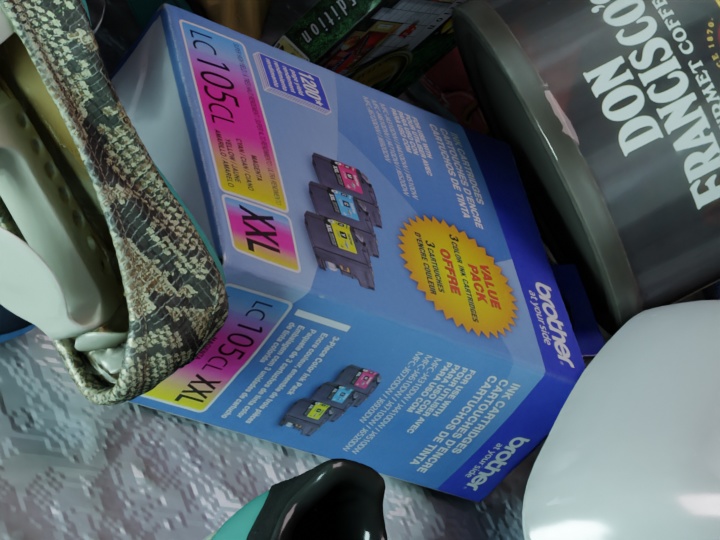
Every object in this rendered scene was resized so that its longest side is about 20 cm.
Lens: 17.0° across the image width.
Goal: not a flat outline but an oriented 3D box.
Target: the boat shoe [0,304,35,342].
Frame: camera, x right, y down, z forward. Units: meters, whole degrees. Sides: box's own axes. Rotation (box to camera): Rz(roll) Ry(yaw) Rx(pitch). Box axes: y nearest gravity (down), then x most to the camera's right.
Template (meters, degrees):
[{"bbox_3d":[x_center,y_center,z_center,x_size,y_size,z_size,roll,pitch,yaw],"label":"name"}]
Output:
[{"bbox_3d":[-0.167,-0.026,0.741,0.200,0.069,0.084,13,42,-40],"label":"boat shoe"}]

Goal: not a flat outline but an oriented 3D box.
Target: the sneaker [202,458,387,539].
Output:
[{"bbox_3d":[-0.010,0.141,0.703,0.071,0.080,0.200,20,38,-33],"label":"sneaker"}]

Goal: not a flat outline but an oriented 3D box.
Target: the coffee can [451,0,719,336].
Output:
[{"bbox_3d":[0.156,-0.083,0.963,0.147,0.199,0.146,63,-3,5],"label":"coffee can"}]

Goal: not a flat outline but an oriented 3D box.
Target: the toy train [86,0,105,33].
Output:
[{"bbox_3d":[-0.172,-0.109,0.787,0.200,0.115,0.087,36,-9,-39],"label":"toy train"}]

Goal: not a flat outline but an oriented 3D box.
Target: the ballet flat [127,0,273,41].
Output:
[{"bbox_3d":[-0.072,-0.133,0.898,0.069,0.063,0.200,31,-9,14],"label":"ballet flat"}]

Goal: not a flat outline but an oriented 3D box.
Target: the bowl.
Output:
[{"bbox_3d":[0.151,0.114,0.862,0.200,0.074,0.200,63,28,-11],"label":"bowl"}]

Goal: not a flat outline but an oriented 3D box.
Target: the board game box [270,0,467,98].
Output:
[{"bbox_3d":[0.043,-0.125,0.958,0.023,0.200,0.105,55,24,12],"label":"board game box"}]

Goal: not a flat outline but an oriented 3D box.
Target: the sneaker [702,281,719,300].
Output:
[{"bbox_3d":[0.194,-0.019,1.152,0.085,0.077,0.200,42,22,17],"label":"sneaker"}]

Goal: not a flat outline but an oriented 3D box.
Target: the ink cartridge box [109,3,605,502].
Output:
[{"bbox_3d":[0.000,0.000,0.896,0.200,0.076,0.137,21,38,-35],"label":"ink cartridge box"}]

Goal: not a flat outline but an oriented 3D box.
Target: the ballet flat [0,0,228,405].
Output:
[{"bbox_3d":[-0.106,-0.046,0.729,0.075,0.068,0.200,-47,118,-44],"label":"ballet flat"}]

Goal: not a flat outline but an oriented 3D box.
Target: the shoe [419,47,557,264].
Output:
[{"bbox_3d":[0.077,-0.071,1.070,0.200,0.071,0.091,37,28,-16],"label":"shoe"}]
